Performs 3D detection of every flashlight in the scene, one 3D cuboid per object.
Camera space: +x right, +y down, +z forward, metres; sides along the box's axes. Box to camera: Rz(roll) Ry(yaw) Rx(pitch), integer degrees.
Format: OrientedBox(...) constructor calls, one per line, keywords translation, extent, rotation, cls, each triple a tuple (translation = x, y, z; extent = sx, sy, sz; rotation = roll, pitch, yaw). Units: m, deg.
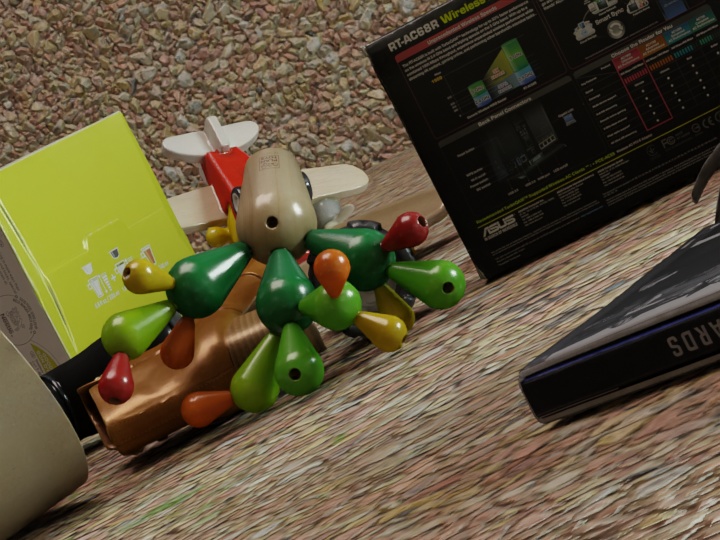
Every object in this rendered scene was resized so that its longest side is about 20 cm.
OrientedBox(translation=(0.000, 0.000, 1.494), extent=(0.067, 0.068, 0.200), rotation=(-1, 4, 1), cls="flashlight")

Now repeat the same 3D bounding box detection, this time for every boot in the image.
OrientedBox(translation=(-0.097, 0.048, 1.465), extent=(0.143, 0.071, 0.201), rotation=(-25, 9, -1), cls="boot")
OrientedBox(translation=(-0.215, 0.103, 1.590), extent=(0.200, 0.066, 0.165), rotation=(-28, -6, -44), cls="boot")

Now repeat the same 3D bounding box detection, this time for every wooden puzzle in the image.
OrientedBox(translation=(-0.041, 0.015, 1.815), extent=(0.200, 0.037, 0.185), rotation=(-36, 8, -31), cls="wooden puzzle")

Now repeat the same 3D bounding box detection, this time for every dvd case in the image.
OrientedBox(translation=(0.166, -0.012, 0.849), extent=(0.200, 0.025, 0.150), rotation=(-23, 6, 41), cls="dvd case")

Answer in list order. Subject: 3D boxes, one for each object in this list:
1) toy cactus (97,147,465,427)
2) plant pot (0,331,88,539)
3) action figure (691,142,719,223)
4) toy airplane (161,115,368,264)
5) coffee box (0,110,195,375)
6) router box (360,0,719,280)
OrientedBox(translation=(-0.049, -0.003, 1.347), extent=(0.199, 0.102, 0.166), rotation=(-18, 46, 11), cls="toy cactus")
OrientedBox(translation=(-0.281, 0.112, 1.326), extent=(0.200, 0.188, 0.187), rotation=(-44, 10, -21), cls="plant pot")
OrientedBox(translation=(0.218, -0.096, 1.024), extent=(0.199, 0.102, 0.119), rotation=(-26, 16, 1), cls="action figure")
OrientedBox(translation=(-0.112, -0.054, 2.344), extent=(0.199, 0.142, 0.199), rotation=(8, 31, 17), cls="toy airplane")
OrientedBox(translation=(-0.259, 0.022, 1.943), extent=(0.197, 0.201, 0.200), rotation=(-24, 6, 34), cls="coffee box")
OrientedBox(translation=(0.122, -0.106, 1.393), extent=(0.199, 0.150, 0.062), rotation=(-26, 4, 14), cls="router box")
